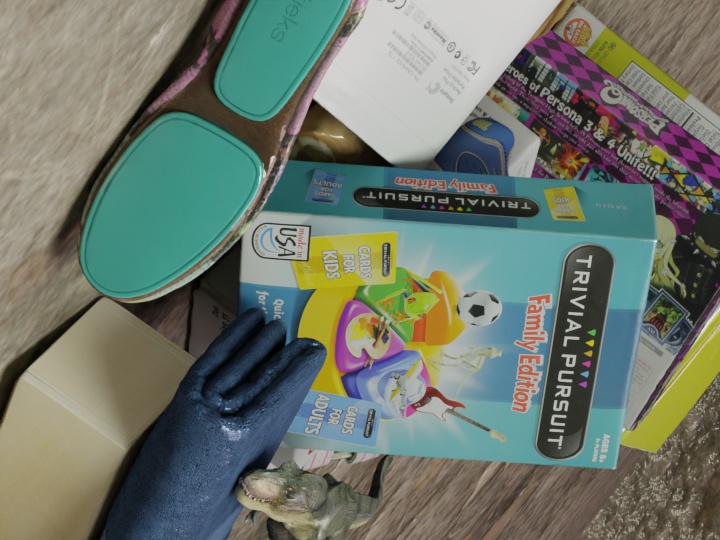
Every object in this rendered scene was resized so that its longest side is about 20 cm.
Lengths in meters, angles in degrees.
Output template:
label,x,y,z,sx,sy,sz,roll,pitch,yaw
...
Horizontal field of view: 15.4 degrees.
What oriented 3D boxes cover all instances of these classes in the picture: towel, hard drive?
label,x,y,z,sx,sy,sz,roll,pitch,yaw
towel,-0.091,0.115,1.276,0.200,0.048,0.112,-61,171,31
hard drive,0.050,-0.151,1.273,0.200,0.027,0.132,-51,140,2

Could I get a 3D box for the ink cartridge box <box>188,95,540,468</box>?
label,x,y,z,sx,sy,sz,roll,pitch,yaw
ink cartridge box,0.000,0.000,1.482,0.200,0.083,0.147,-44,164,-24

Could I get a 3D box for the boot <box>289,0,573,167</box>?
label,x,y,z,sx,sy,sz,roll,pitch,yaw
boot,0.043,-0.118,1.360,0.200,0.066,0.175,-42,162,-27

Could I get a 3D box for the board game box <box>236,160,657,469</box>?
label,x,y,z,sx,sy,sz,roll,pitch,yaw
board game box,0.038,0.023,1.320,0.047,0.199,0.152,-88,-178,-51

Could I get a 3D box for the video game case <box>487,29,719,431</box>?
label,x,y,z,sx,sy,sz,roll,pitch,yaw
video game case,0.124,-0.029,1.564,0.036,0.200,0.182,-38,161,-48

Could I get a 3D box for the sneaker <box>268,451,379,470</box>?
label,x,y,z,sx,sy,sz,roll,pitch,yaw
sneaker,-0.016,0.079,1.624,0.200,0.088,0.081,-43,164,-29

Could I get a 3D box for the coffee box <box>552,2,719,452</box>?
label,x,y,z,sx,sy,sz,roll,pitch,yaw
coffee box,0.166,-0.020,1.724,0.200,0.198,0.200,-52,167,4

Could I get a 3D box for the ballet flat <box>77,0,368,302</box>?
label,x,y,z,sx,sy,sz,roll,pitch,yaw
ballet flat,-0.056,-0.073,1.177,0.200,0.069,0.071,-57,-175,20

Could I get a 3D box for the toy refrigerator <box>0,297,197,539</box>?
label,x,y,z,sx,sy,sz,roll,pitch,yaw
toy refrigerator,-0.151,0.112,1.324,0.076,0.070,0.200,-47,168,-46

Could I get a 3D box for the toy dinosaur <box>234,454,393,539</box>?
label,x,y,z,sx,sy,sz,roll,pitch,yaw
toy dinosaur,-0.030,0.131,1.323,0.088,0.047,0.200,-49,168,8

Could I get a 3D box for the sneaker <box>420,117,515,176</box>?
label,x,y,z,sx,sy,sz,roll,pitch,yaw
sneaker,0.073,0.004,1.401,0.077,0.076,0.200,-44,141,-18
